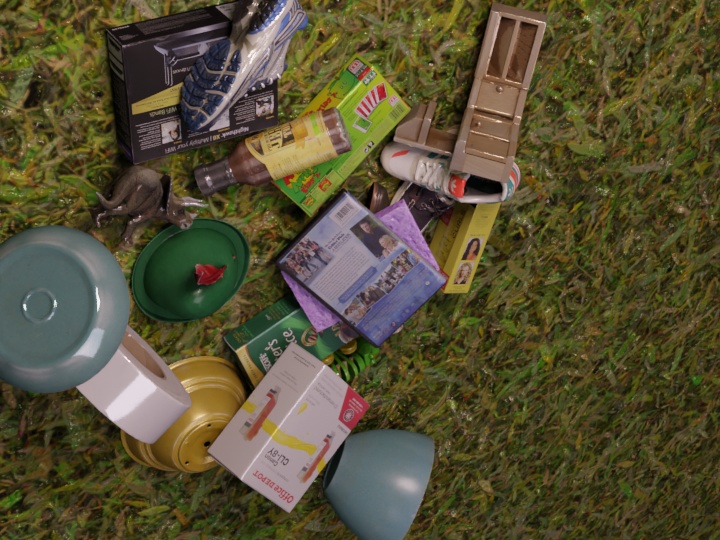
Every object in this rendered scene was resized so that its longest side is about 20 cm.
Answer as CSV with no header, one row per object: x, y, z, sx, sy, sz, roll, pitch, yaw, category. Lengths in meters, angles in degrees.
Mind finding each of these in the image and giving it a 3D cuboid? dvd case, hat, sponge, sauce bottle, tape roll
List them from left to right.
-0.306,0.122,1.526,0.071,0.202,0.202,-44,137,0,tape roll
-0.193,0.041,1.565,0.200,0.176,0.166,11,114,-42,hat
-0.112,-0.145,1.535,0.199,0.065,0.065,-21,135,4,sauce bottle
-0.001,-0.005,1.693,0.200,0.030,0.112,-28,112,8,sponge
0.000,0.000,1.669,0.200,0.018,0.143,41,106,-19,dvd case

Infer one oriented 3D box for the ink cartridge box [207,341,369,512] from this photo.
-0.101,0.227,1.740,0.200,0.083,0.145,-52,139,-8,ink cartridge box

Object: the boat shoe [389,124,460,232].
0.108,-0.115,1.759,0.072,0.065,0.200,24,106,-46,boat shoe

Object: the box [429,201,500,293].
0.156,-0.068,1.827,0.050,0.075,0.200,-1,123,-34,box

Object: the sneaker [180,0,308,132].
-0.127,-0.236,1.408,0.200,0.077,0.085,-52,140,7,sneaker

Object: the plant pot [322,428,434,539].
0.017,0.339,1.962,0.134,0.200,0.201,23,109,-8,plant pot

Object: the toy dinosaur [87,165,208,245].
-0.276,-0.092,1.464,0.102,0.077,0.200,-46,158,1,toy dinosaur

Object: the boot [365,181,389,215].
0.050,-0.033,1.741,0.097,0.075,0.201,3,120,-1,boot

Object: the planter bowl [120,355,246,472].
-0.235,0.228,1.742,0.200,0.083,0.201,-20,132,-24,planter bowl

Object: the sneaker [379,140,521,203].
0.121,-0.137,1.669,0.199,0.093,0.071,14,112,6,sneaker

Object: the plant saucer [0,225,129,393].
-0.373,0.043,1.425,0.200,0.200,0.036,-44,170,-1,plant saucer

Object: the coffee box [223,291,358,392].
-0.092,0.092,1.778,0.200,0.044,0.123,-32,135,-14,coffee box

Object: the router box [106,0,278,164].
-0.196,-0.229,1.453,0.199,0.052,0.158,-18,131,-26,router box

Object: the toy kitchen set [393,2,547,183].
0.146,-0.249,1.631,0.163,0.200,0.181,14,119,3,toy kitchen set

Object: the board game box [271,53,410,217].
-0.036,-0.179,1.615,0.200,0.048,0.102,-47,136,2,board game box

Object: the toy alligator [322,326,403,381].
-0.006,0.135,1.867,0.200,0.054,0.059,-26,134,-20,toy alligator
